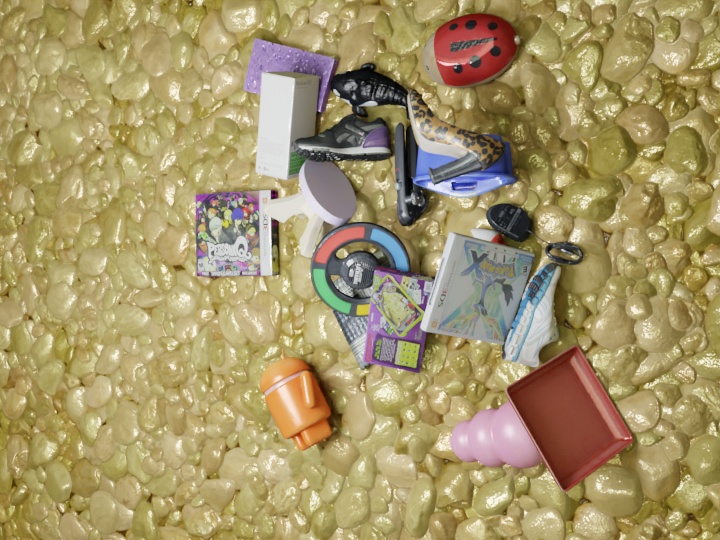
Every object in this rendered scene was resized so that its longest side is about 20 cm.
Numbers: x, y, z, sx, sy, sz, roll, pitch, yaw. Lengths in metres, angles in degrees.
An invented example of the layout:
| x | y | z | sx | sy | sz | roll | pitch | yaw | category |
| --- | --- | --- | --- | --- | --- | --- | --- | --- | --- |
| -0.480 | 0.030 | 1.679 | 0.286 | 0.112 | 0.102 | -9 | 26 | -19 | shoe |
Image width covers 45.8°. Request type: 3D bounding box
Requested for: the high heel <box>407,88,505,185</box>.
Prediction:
| x | y | z | sx | sy | sz | roll | pitch | yaw | category |
| --- | --- | --- | --- | --- | --- | --- | --- | --- | --- |
| 0.166 | -0.255 | 1.511 | 0.140 | 0.072 | 0.203 | -19 | 67 | 3 | high heel |

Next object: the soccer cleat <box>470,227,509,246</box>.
| x | y | z | sx | sy | sz | roll | pitch | yaw | category |
| --- | --- | --- | --- | --- | --- | --- | --- | --- | --- |
| 0.214 | 0.016 | 1.632 | 0.084 | 0.068 | 0.203 | 26 | 101 | 33 | soccer cleat |

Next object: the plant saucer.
| x | y | z | sx | sy | sz | roll | pitch | yaw | category |
| --- | --- | --- | --- | --- | --- | --- | --- | --- | --- |
| 0.367 | 0.263 | 1.523 | 0.202 | 0.198 | 0.037 | 61 | 148 | 9 | plant saucer |

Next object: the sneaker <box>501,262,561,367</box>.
| x | y | z | sx | sy | sz | roll | pitch | yaw | category |
| --- | --- | --- | --- | --- | --- | --- | --- | --- | --- |
| 0.337 | 0.086 | 1.584 | 0.085 | 0.075 | 0.203 | 22 | 98 | -6 | sneaker |

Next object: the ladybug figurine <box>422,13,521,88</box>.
| x | y | z | sx | sy | sz | roll | pitch | yaw | category |
| --- | --- | --- | --- | --- | --- | --- | --- | --- | --- |
| 0.204 | -0.419 | 1.613 | 0.197 | 0.072 | 0.138 | -10 | 87 | 24 | ladybug figurine |

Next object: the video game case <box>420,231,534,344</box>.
| x | y | z | sx | sy | sz | roll | pitch | yaw | category |
| --- | --- | --- | --- | --- | --- | --- | --- | --- | --- |
| 0.218 | 0.037 | 1.569 | 0.022 | 0.197 | 0.185 | 31 | 106 | 57 | video game case |

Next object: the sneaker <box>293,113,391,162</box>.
| x | y | z | sx | sy | sz | roll | pitch | yaw | category |
| --- | --- | --- | --- | --- | --- | --- | --- | --- | --- |
| -0.038 | -0.267 | 1.698 | 0.196 | 0.076 | 0.089 | -1 | 83 | -15 | sneaker |

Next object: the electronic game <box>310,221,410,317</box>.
| x | y | z | sx | sy | sz | roll | pitch | yaw | category |
| --- | --- | --- | --- | --- | --- | --- | --- | --- | --- |
| 0.000 | 0.000 | 1.659 | 0.196 | 0.042 | 0.203 | -1 | 117 | -1 | electronic game |

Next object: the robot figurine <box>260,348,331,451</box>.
| x | y | z | sx | sy | sz | roll | pitch | yaw | category |
| --- | --- | --- | --- | --- | --- | --- | --- | --- | --- |
| -0.135 | 0.266 | 1.766 | 0.115 | 0.144 | 0.202 | -28 | 80 | -1 | robot figurine |

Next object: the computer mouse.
| x | y | z | sx | sy | sz | roll | pitch | yaw | category |
| --- | --- | --- | --- | --- | --- | --- | --- | --- | --- |
| 0.324 | -0.064 | 1.598 | 0.198 | 0.034 | 0.059 | 33 | 75 | 15 | computer mouse |

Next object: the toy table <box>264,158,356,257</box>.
| x | y | z | sx | sy | sz | roll | pitch | yaw | category |
| --- | --- | --- | --- | --- | --- | --- | --- | --- | --- |
| -0.088 | -0.125 | 1.711 | 0.182 | 0.201 | 0.118 | 31 | 118 | -14 | toy table |

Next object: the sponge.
| x | y | z | sx | sy | sz | roll | pitch | yaw | category |
| --- | --- | --- | --- | --- | --- | --- | --- | --- | --- |
| -0.148 | -0.411 | 1.795 | 0.197 | 0.030 | 0.114 | 20 | 101 | 21 | sponge |

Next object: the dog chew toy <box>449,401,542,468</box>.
| x | y | z | sx | sy | sz | roll | pitch | yaw | category |
| --- | --- | --- | --- | --- | --- | --- | --- | --- | --- |
| 0.257 | 0.311 | 1.593 | 0.197 | 0.124 | 0.127 | -16 | 85 | 31 | dog chew toy |

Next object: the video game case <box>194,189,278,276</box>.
| x | y | z | sx | sy | sz | roll | pitch | yaw | category |
| --- | --- | --- | --- | --- | --- | --- | --- | --- | --- |
| -0.270 | -0.079 | 1.858 | 0.197 | 0.036 | 0.185 | 0 | 90 | 24 | video game case |

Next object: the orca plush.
| x | y | z | sx | sy | sz | roll | pitch | yaw | category |
| --- | --- | --- | --- | --- | --- | --- | --- | --- | --- |
| 0.018 | -0.353 | 1.699 | 0.199 | 0.071 | 0.106 | 34 | 105 | 19 | orca plush |

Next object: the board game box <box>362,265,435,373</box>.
| x | y | z | sx | sy | sz | roll | pitch | yaw | category |
| --- | --- | --- | --- | --- | --- | --- | --- | --- | --- |
| 0.073 | 0.097 | 1.660 | 0.118 | 0.032 | 0.203 | 9 | 115 | 2 | board game box |

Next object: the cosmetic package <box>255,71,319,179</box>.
| x | y | z | sx | sy | sz | roll | pitch | yaw | category |
| --- | --- | --- | --- | --- | --- | --- | --- | --- | --- |
| -0.150 | -0.298 | 1.738 | 0.084 | 0.107 | 0.204 | 16 | 112 | 24 | cosmetic package |

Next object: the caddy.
| x | y | z | sx | sy | sz | roll | pitch | yaw | category |
| --- | --- | --- | --- | --- | --- | --- | --- | --- | --- |
| 0.194 | -0.188 | 1.589 | 0.197 | 0.141 | 0.107 | 0 | 88 | 24 | caddy |

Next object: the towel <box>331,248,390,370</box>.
| x | y | z | sx | sy | sz | roll | pitch | yaw | category |
| --- | --- | --- | --- | --- | --- | --- | --- | --- | --- |
| 0.039 | 0.072 | 1.732 | 0.199 | 0.034 | 0.195 | -33 | 76 | 24 | towel |

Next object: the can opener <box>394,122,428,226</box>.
| x | y | z | sx | sy | sz | roll | pitch | yaw | category |
| --- | --- | --- | --- | --- | --- | --- | --- | --- | --- |
| 0.088 | -0.190 | 1.672 | 0.078 | 0.063 | 0.204 | -8 | 84 | 45 | can opener |
